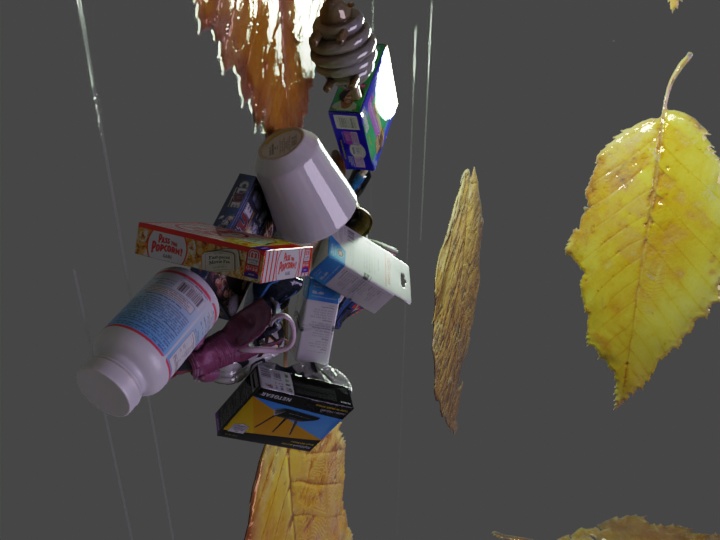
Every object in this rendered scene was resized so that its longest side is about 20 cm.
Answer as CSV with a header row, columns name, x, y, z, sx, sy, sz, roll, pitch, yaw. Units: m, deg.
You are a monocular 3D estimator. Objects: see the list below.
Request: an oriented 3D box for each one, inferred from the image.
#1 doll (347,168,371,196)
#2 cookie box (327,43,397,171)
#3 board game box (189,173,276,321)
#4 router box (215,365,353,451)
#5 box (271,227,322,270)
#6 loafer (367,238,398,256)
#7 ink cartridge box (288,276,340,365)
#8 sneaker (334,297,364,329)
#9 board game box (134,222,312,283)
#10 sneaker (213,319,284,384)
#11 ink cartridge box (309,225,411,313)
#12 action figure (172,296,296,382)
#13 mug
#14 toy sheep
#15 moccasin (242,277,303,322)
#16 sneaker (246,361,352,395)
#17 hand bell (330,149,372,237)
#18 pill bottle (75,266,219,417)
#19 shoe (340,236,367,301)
name,x,y,z,sx,sy,sz,roll,pitch,yaw
doll,-0.002,-0.207,1.713,0.137,0.048,0.202,120,-6,-71
cookie box,0.010,-0.340,1.625,0.172,0.074,0.202,72,31,-54
board game box,-0.205,-0.037,1.283,0.136,0.034,0.202,70,37,-56
router box,-0.133,0.247,1.372,0.149,0.198,0.051,-48,-139,30
box,-0.109,-0.102,1.424,0.078,0.094,0.202,62,45,-59
loafer,0.031,-0.035,1.779,0.064,0.071,0.200,-69,-162,1
ink cartridge box,-0.094,0.111,1.539,0.116,0.066,0.203,-150,-110,-75
sneaker,-0.003,0.065,1.741,0.200,0.078,0.076,-51,-162,29
board game box,-0.188,-0.028,1.092,0.151,0.197,0.047,-10,111,-70
sneaker,-0.191,0.122,1.363,0.200,0.073,0.081,-41,137,-60
ink cartridge box,0.000,0.000,1.480,0.067,0.199,0.117,-42,-151,31
action figure,-0.208,0.127,1.204,0.198,0.148,0.135,-26,123,-25
mug,-0.113,-0.154,1.299,0.150,0.185,0.154,-49,135,-23
toy sheep,-0.032,-0.397,1.414,0.202,0.136,0.139,78,30,-42
moccasin,-0.150,0.050,1.304,0.200,0.067,0.082,150,-49,-66
sneaker,-0.118,0.245,1.481,0.080,0.196,0.131,-96,-169,-47
hand bell,-0.040,-0.163,1.557,0.105,0.103,0.202,75,4,-52
pill bottle,-0.281,0.093,1.038,0.201,0.107,0.110,-56,151,-45
shoe,-0.042,-0.026,1.687,0.091,0.071,0.202,58,51,-71
